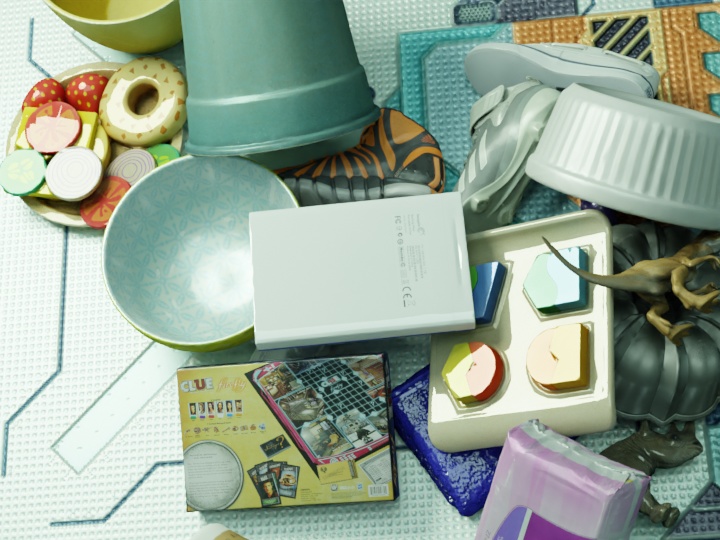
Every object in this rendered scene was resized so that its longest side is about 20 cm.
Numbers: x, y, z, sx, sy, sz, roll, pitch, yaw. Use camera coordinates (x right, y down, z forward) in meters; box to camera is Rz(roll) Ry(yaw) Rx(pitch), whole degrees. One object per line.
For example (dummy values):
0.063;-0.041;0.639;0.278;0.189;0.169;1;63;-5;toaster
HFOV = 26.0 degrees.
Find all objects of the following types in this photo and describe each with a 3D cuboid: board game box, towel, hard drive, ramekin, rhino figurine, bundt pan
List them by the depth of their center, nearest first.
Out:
0.242;0.202;1.404;0.087;0.060;0.200;30;71;28;rhino figurine
0.000;0.000;1.429;0.198;0.025;0.133;-6;66;2;hard drive
0.272;0.035;1.434;0.200;0.076;0.203;3;56;-5;bundt pan
0.261;-0.110;1.448;0.201;0.202;0.095;18;102;15;ramekin
-0.068;0.150;1.450;0.198;0.035;0.137;-4;89;10;board game box
0.133;0.118;1.461;0.199;0.050;0.148;-36;66;-8;towel

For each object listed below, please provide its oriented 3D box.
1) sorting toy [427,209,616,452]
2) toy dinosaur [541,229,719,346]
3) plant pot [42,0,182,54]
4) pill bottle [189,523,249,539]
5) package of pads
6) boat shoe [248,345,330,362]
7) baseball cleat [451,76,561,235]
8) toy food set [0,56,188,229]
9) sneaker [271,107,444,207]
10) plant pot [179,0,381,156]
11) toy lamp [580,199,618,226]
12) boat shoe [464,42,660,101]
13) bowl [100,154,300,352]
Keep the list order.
0.140;0.053;1.402;0.184;0.036;0.202;-12;67;31;sorting toy
0.254;0.011;1.370;0.199;0.061;0.106;-10;47;-34;toy dinosaur
-0.238;-0.309;1.645;0.198;0.142;0.202;-3;66;6;plant pot
-0.073;0.316;1.369;0.199;0.115;0.115;25;72;17;pill bottle
0.160;0.242;1.330;0.120;0.075;0.202;26;108;33;package of pads
-0.053;0.057;1.502;0.072;0.069;0.200;35;76;20;boat shoe
0.127;-0.102;1.550;0.200;0.070;0.106;-49;43;0;baseball cleat
-0.278;-0.134;1.627;0.198;0.049;0.200;5;68;10;toy food set
-0.011;-0.103;1.571;0.198;0.078;0.113;2;56;8;sneaker
-0.091;-0.231;1.517;0.198;0.200;0.198;-8;104;4;plant pot
0.153;-0.011;1.511;0.199;0.058;0.058;-28;66;-8;toy lamp
0.205;-0.196;1.583;0.198;0.074;0.065;18;40;19;boat shoe
-0.143;-0.002;1.519;0.198;0.108;0.202;-3;66;7;bowl
